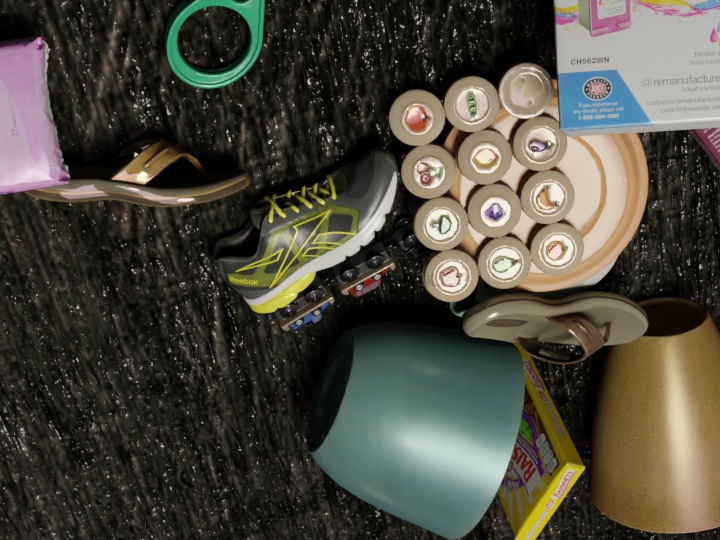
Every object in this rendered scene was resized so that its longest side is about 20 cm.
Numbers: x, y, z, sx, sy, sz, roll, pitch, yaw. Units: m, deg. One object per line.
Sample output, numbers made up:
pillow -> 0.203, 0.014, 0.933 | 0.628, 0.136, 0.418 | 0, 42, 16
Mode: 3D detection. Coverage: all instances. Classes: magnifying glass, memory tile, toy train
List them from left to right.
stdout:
magnifying glass -> -0.095, -0.237, 1.157 | 0.079, 0.022, 0.200 | 20, 119, -28
toy train -> 0.000, 0.000, 1.349 | 0.200, 0.034, 0.046 | -29, 140, 4
memory tile -> 0.115, -0.078, 1.269 | 0.153, 0.017, 0.201 | -13, 105, 1

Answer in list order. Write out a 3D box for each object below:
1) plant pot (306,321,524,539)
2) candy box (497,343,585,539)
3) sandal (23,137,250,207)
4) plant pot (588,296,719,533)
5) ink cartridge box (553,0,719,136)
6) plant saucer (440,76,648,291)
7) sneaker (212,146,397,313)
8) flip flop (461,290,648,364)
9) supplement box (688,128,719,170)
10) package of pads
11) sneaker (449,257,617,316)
plant pot -> 0.043, 0.139, 1.365 | 0.161, 0.201, 0.201 | 20, 118, -13
candy box -> 0.158, 0.164, 1.406 | 0.026, 0.200, 0.102 | 14, 120, -23
sandal -> -0.191, -0.087, 1.209 | 0.199, 0.080, 0.054 | 2, 103, -13
plant pot -> 0.321, 0.137, 1.466 | 0.186, 0.186, 0.201 | -13, 114, -7
ink cartridge box -> 0.229, -0.215, 1.145 | 0.144, 0.085, 0.201 | -3, 90, 13
plant saucer -> 0.165, -0.076, 1.296 | 0.200, 0.032, 0.201 | -1, 105, -3
sneaker -> -0.051, -0.043, 1.274 | 0.200, 0.075, 0.085 | -44, 125, 16
flip flop -> 0.187, 0.059, 1.341 | 0.199, 0.058, 0.081 | 4, 145, -32
supplement box -> 0.323, -0.164, 1.276 | 0.086, 0.110, 0.200 | -39, 126, 12
package of pads -> -0.337, -0.112, 1.115 | 0.199, 0.076, 0.121 | -10, 96, -11
sneaker -> 0.167, -0.016, 1.356 | 0.118, 0.074, 0.201 | 15, 122, -33
